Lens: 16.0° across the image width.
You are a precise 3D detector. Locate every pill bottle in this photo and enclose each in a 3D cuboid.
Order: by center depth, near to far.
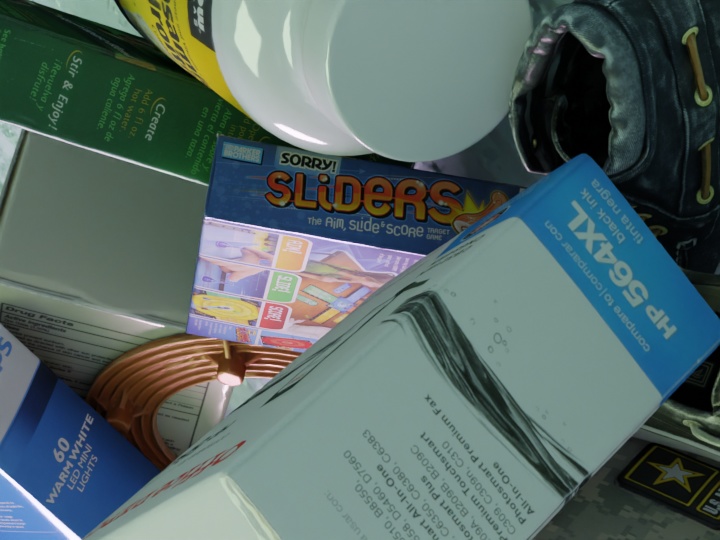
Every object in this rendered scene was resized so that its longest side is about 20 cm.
[{"bbox_3d":[-0.017,-0.108,0.962,0.200,0.112,0.112,38,152,58],"label":"pill bottle"}]

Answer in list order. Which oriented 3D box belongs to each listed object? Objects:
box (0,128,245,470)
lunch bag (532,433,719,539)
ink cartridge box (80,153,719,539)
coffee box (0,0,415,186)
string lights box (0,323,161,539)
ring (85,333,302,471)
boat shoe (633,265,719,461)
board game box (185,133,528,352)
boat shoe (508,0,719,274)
[{"bbox_3d":[-0.121,0.023,1.268,0.128,0.109,0.200,14,147,-5],"label":"box"},{"bbox_3d":[0.134,0.137,0.956,0.200,0.164,0.118,50,129,0],"label":"lunch bag"},{"bbox_3d":[0.005,0.065,0.852,0.084,0.200,0.146,53,140,-3],"label":"ink cartridge box"},{"bbox_3d":[-0.088,-0.071,1.074,0.123,0.200,0.044,34,105,62],"label":"coffee box"},{"bbox_3d":[-0.158,0.103,1.228,0.103,0.059,0.200,0,145,39],"label":"string lights box"},{"bbox_3d":[-0.035,0.088,1.225,0.200,0.019,0.201,8,147,5],"label":"ring"},{"bbox_3d":[0.148,0.040,0.905,0.200,0.071,0.064,11,161,28],"label":"boat shoe"},{"bbox_3d":[0.000,0.000,1.048,0.135,0.035,0.200,10,165,-4],"label":"board game box"},{"bbox_3d":[0.095,-0.040,0.931,0.071,0.091,0.200,37,148,29],"label":"boat shoe"}]
